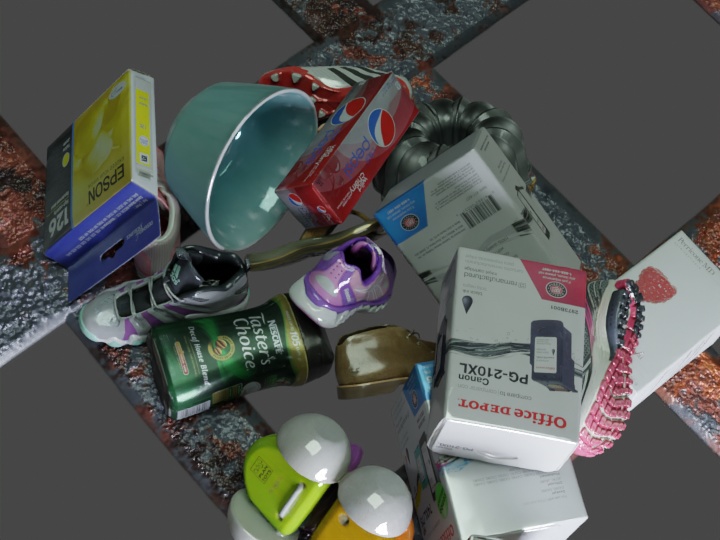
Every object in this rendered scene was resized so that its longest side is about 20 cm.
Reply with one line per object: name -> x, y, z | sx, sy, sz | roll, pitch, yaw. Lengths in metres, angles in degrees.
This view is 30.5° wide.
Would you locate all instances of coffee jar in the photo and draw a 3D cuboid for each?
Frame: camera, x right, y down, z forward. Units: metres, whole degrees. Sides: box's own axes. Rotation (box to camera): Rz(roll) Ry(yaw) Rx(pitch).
coffee jar -> -0.133, 0.092, 1.486 | 0.199, 0.085, 0.105 | -15, 67, -17

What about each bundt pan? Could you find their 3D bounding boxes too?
bundt pan -> 0.111, -0.147, 1.608 | 0.200, 0.076, 0.203 | -3, 36, 2

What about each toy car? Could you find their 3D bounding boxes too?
toy car -> -0.030, 0.243, 1.404 | 0.200, 0.176, 0.150 | 39, 29, 11

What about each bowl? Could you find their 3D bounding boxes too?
bowl -> -0.148, -0.133, 1.504 | 0.105, 0.201, 0.201 | 28, 60, 23

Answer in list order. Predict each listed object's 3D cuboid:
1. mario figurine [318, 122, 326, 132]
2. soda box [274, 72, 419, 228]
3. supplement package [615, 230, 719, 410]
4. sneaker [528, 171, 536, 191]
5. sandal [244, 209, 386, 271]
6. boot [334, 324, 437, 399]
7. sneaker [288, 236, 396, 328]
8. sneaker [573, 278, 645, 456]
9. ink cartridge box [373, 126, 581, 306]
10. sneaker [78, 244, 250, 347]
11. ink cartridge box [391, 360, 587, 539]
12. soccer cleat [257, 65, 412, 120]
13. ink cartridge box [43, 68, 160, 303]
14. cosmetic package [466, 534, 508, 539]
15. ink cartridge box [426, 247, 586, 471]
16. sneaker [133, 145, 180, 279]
mario figurine -> -0.086, -0.131, 1.629 | 0.198, 0.106, 0.125 | 7, 98, 5
soda box -> -0.013, -0.139, 1.531 | 0.064, 0.070, 0.201 | 52, 54, -27
supplement package -> 0.335, 0.070, 1.563 | 0.199, 0.120, 0.121 | -34, 72, -24
sneaker -> 0.131, -0.084, 1.631 | 0.199, 0.075, 0.090 | -34, 66, -30
sandal -> -0.046, -0.045, 1.554 | 0.198, 0.080, 0.054 | -15, 85, 3
boot -> 0.064, 0.094, 1.513 | 0.198, 0.074, 0.076 | -8, 89, -22
sneaker -> 0.000, 0.000, 1.513 | 0.080, 0.089, 0.200 | 41, 24, 12
sneaker -> 0.255, 0.106, 1.436 | 0.074, 0.081, 0.201 | -1, 61, 36
ink cartridge box -> 0.135, -0.035, 1.499 | 0.200, 0.146, 0.084 | 53, 25, -12
sneaker -> -0.218, 0.016, 1.477 | 0.199, 0.140, 0.078 | -15, 67, -17
ink cartridge box -> 0.136, 0.209, 1.441 | 0.145, 0.147, 0.201 | -8, 64, -14
soccer cleat -> -0.031, -0.229, 1.685 | 0.198, 0.069, 0.085 | 2, 20, 9
ink cartridge box -> -0.297, -0.093, 1.493 | 0.047, 0.197, 0.201 | 19, 54, -37
cosmetic package -> 0.131, 0.345, 1.341 | 0.103, 0.200, 0.088 | 12, 60, -6
ink cartridge box -> 0.153, 0.092, 1.372 | 0.144, 0.084, 0.201 | 10, 61, -5
sneaker -> -0.252, -0.096, 1.550 | 0.075, 0.105, 0.202 | -11, 65, -12
